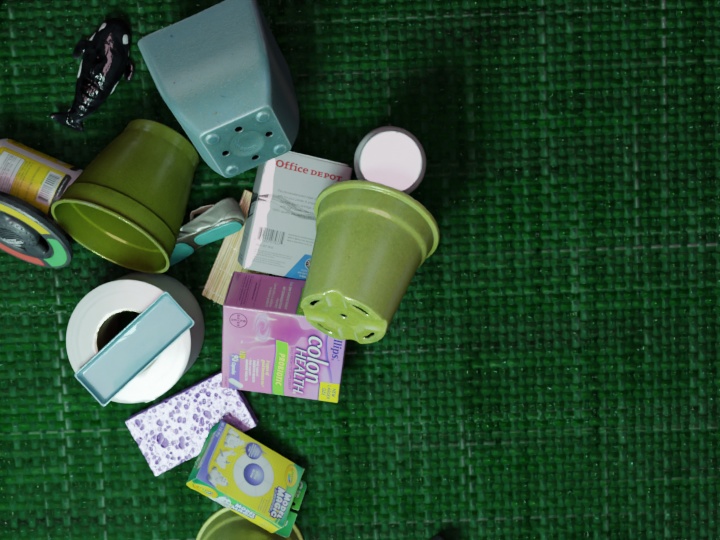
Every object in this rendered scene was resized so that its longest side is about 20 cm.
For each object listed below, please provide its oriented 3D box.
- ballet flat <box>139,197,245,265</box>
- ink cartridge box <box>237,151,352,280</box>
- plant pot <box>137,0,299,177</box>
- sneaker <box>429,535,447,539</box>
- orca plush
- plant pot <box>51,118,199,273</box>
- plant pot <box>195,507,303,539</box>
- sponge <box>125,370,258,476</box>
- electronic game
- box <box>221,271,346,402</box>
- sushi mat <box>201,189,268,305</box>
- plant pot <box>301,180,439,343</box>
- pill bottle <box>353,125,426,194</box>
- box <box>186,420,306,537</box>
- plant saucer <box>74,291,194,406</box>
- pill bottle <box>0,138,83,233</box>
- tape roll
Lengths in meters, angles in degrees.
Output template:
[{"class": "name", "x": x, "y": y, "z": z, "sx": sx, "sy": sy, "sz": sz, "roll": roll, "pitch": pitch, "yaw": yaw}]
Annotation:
[{"class": "ballet flat", "x": -0.289, "y": -0.063, "z": 1.615, "sx": 0.199, "sy": 0.067, "sz": 0.064, "roll": -25, "pitch": 67, "yaw": 5}, {"class": "ink cartridge box", "x": -0.109, "y": -0.092, "z": 1.579, "sx": 0.144, "sy": 0.084, "sz": 0.201, "roll": 12, "pitch": 95, "yaw": -16}, {"class": "plant pot", "x": -0.200, "y": -0.264, "z": 1.482, "sx": 0.196, "sy": 0.196, "sz": 0.200, "roll": -23, "pitch": 59, "yaw": 3}, {"class": "sneaker", "x": 0.144, "y": 0.559, "z": 1.667, "sx": 0.115, "sy": 0.076, "sz": 0.201, "roll": 20, "pitch": 106, "yaw": -7}, {"class": "orca plush", "x": -0.447, "y": -0.327, "z": 1.578, "sx": 0.105, "sy": 0.071, "sz": 0.200, "roll": 43, "pitch": 94, "yaw": -3}, {"class": "plant pot", "x": -0.356, "y": -0.130, "z": 1.530, "sx": 0.200, "sy": 0.200, "sz": 0.193, "roll": 24, "pitch": 66, "yaw": -2}, {"class": "plant pot", "x": -0.196, "y": 0.512, "z": 1.601, "sx": 0.200, "sy": 0.184, "sz": 0.201, "roll": 0, "pitch": 95, "yaw": 1}, {"class": "sponge", "x": -0.290, "y": 0.261, "z": 1.655, "sx": 0.200, "sy": 0.030, "sz": 0.112, "roll": -27, "pitch": 96, "yaw": 3}, {"class": "electronic game", "x": -0.559, "y": -0.066, "z": 1.553, "sx": 0.199, "sy": 0.200, "sz": 0.042, "roll": 23, "pitch": 63, "yaw": -2}, {"class": "box", "x": -0.122, "y": 0.110, "z": 1.570, "sx": 0.199, "sy": 0.097, "sz": 0.176, "roll": 7, "pitch": 126, "yaw": -1}, {"class": "sushi mat", "x": -0.191, "y": -0.030, "z": 1.634, "sx": 0.095, "sy": 0.012, "sz": 0.201, "roll": 23, "pitch": 95, "yaw": -1}, {"class": "plant pot", "x": 0.000, "y": 0.000, "z": 1.438, "sx": 0.200, "sy": 0.201, "sz": 0.185, "roll": 20, "pitch": 59, "yaw": -2}, {"class": "pill bottle", "x": 0.046, "y": -0.170, "z": 1.526, "sx": 0.114, "sy": 0.200, "sz": 0.115, "roll": 0, "pitch": 96, "yaw": 1}, {"class": "box", "x": -0.180, "y": 0.353, "z": 1.608, "sx": 0.200, "sy": 0.118, "sz": 0.048, "roll": 34, "pitch": 139, "yaw": -17}, {"class": "plant saucer", "x": -0.355, "y": 0.122, "z": 1.509, "sx": 0.200, "sy": 0.019, "sz": 0.070, "roll": -42, "pitch": 94, "yaw": 5}, {"class": "pill bottle", "x": -0.558, "y": -0.148, "z": 1.575, "sx": 0.199, "sy": 0.114, "sz": 0.115, "roll": 24, "pitch": 95, "yaw": -1}, {"class": "tape roll", "x": -0.368, "y": 0.107, "z": 1.586, "sx": 0.202, "sy": 0.139, "sz": 0.204, "roll": 0, "pitch": 95, "yaw": 0}]
